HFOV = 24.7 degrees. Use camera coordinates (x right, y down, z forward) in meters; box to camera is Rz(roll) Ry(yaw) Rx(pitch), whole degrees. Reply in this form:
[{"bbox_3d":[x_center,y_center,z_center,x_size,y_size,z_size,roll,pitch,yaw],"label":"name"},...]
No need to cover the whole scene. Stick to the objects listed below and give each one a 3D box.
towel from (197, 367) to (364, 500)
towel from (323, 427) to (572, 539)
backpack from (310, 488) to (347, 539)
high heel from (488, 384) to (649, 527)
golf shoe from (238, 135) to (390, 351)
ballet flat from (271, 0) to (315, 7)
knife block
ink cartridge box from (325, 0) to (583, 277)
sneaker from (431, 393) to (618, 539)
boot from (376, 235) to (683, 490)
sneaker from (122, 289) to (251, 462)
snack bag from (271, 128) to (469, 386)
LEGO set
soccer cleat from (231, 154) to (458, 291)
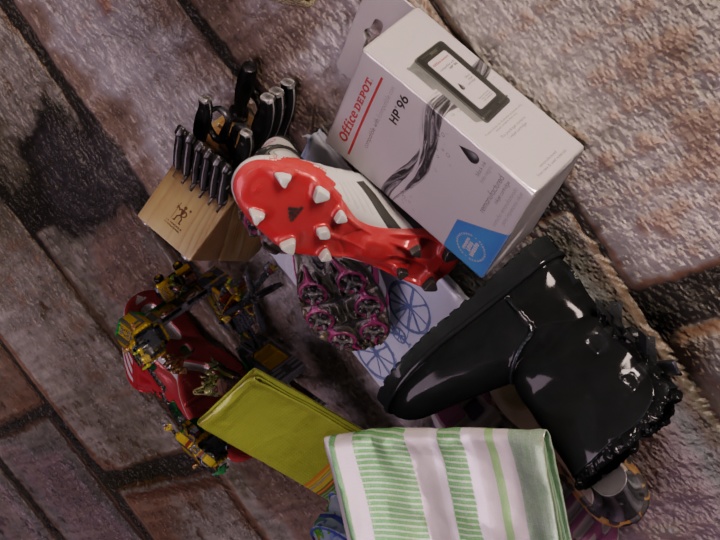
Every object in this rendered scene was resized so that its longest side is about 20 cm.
[{"bbox_3d":[-0.045,0.163,1.500,0.200,0.018,0.086,33,117,-26],"label":"towel"},{"bbox_3d":[0.067,0.190,1.233,0.200,0.023,0.153,-3,105,38],"label":"towel"},{"bbox_3d":[0.054,0.233,1.388,0.200,0.154,0.163,52,-179,44],"label":"backpack"},{"bbox_3d":[0.156,0.117,1.315,0.200,0.071,0.143,56,-178,25],"label":"high heel"},{"bbox_3d":[-0.027,-0.021,1.329,0.073,0.092,0.200,-16,127,20],"label":"golf shoe"},{"bbox_3d":[-0.032,-0.253,1.148,0.075,0.068,0.200,22,150,-1],"label":"ballet flat"},{"bbox_3d":[-0.100,-0.093,1.390,0.064,0.200,0.176,40,101,13],"label":"knife block"},{"bbox_3d":[0.049,-0.104,1.190,0.200,0.068,0.116,41,146,11],"label":"ink cartridge box"},{"bbox_3d":[0.132,0.175,1.380,0.200,0.080,0.088,47,153,11],"label":"sneaker"},{"bbox_3d":[0.127,0.090,1.215,0.198,0.073,0.162,-44,73,15],"label":"boot"},{"bbox_3d":[-0.173,0.118,1.675,0.200,0.078,0.116,56,156,10],"label":"sneaker"},{"bbox_3d":[0.000,0.000,1.385,0.200,0.021,0.189,49,148,12],"label":"snack bag"},{"bbox_3d":[-0.121,0.096,1.501,0.116,0.154,0.200,28,142,56],"label":"LEGO set"},{"bbox_3d":[-0.012,-0.046,1.236,0.200,0.085,0.069,19,119,-28],"label":"soccer cleat"}]
